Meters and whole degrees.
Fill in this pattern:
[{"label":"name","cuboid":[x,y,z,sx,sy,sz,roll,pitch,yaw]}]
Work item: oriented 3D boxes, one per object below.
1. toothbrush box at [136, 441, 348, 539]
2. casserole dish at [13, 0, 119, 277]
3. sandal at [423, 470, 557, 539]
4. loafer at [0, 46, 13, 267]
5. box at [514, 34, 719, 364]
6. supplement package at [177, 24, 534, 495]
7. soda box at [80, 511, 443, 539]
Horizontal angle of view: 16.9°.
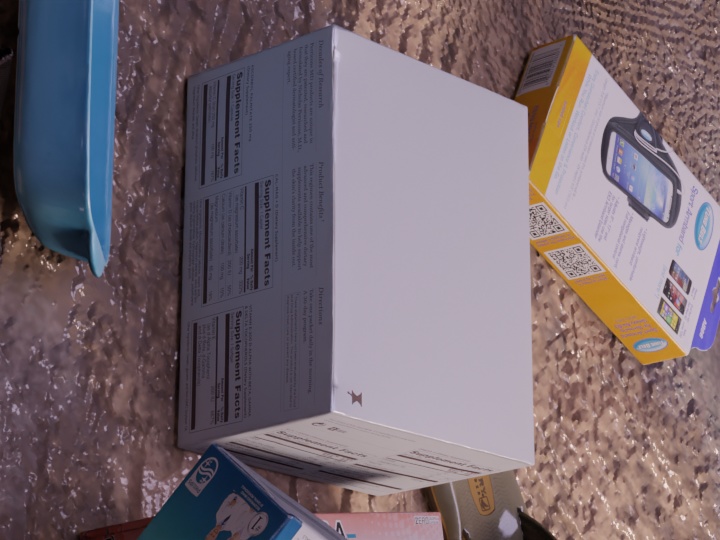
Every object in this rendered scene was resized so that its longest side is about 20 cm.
[{"label":"toothbrush box","cuboid":[-0.062,0.203,1.065,0.146,0.085,0.200,38,87,-34]},{"label":"casserole dish","cuboid":[-0.137,-0.096,1.140,0.121,0.039,0.201,94,-3,-74]},{"label":"sandal","cuboid":[0.087,0.164,1.340,0.080,0.054,0.201,-15,90,-49]},{"label":"loafer","cuboid":[-0.193,-0.078,1.084,0.073,0.071,0.201,-3,81,-49]},{"label":"box","cuboid":[0.160,-0.035,1.498,0.200,0.041,0.119,47,47,-32]},{"label":"supplement package","cuboid":[0.000,0.000,1.250,0.156,0.111,0.201,18,66,-44]},{"label":"soda box","cuboid":[-0.043,0.155,1.191,0.200,0.063,0.069,5,75,-47]}]
